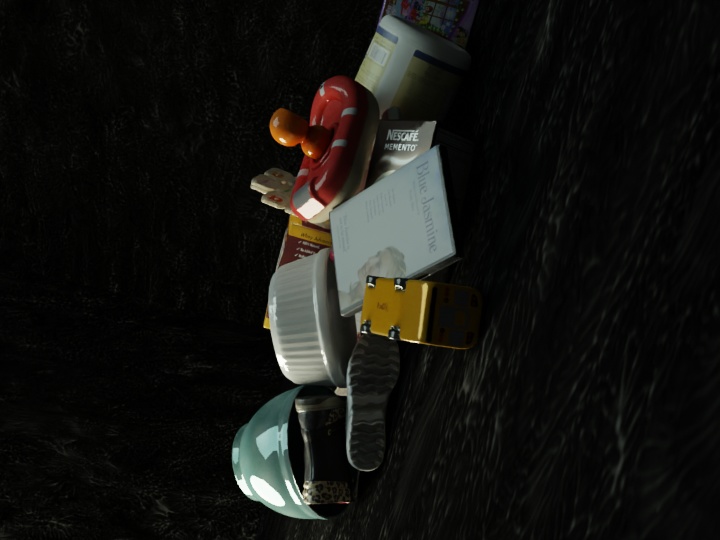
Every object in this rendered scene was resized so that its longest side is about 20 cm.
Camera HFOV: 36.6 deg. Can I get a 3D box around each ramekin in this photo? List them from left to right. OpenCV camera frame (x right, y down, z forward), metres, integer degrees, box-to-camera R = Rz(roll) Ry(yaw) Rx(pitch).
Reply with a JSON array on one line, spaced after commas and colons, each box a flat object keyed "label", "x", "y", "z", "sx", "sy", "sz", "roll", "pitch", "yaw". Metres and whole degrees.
[{"label": "ramekin", "x": -0.069, "y": 0.074, "z": 1.598, "sx": 0.202, "sy": 0.093, "sz": 0.206, "roll": -8, "pitch": -90, "yaw": -80}]

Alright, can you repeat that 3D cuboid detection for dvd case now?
[{"label": "dvd case", "x": 0.038, "y": -0.045, "z": 1.305, "sx": 0.199, "sy": 0.017, "sz": 0.145, "roll": -29, "pitch": 58, "yaw": 39}]

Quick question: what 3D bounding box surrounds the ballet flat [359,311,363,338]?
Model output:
[{"label": "ballet flat", "x": 0.028, "y": 0.088, "z": 1.600, "sx": 0.067, "sy": 0.067, "sz": 0.203, "roll": -75, "pitch": 1, "yaw": -79}]

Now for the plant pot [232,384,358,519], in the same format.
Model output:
[{"label": "plant pot", "x": -0.109, "y": 0.279, "z": 1.646, "sx": 0.200, "sy": 0.132, "sz": 0.203, "roll": 35, "pitch": -131, "yaw": -52}]

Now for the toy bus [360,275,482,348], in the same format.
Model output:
[{"label": "toy bus", "x": 0.059, "y": 0.043, "z": 1.183, "sx": 0.200, "sy": 0.077, "sz": 0.066, "roll": -178, "pitch": 95, "yaw": -74}]

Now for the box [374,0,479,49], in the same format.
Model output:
[{"label": "box", "x": 0.105, "y": -0.402, "z": 1.605, "sx": 0.039, "sy": 0.135, "sz": 0.203, "roll": -92, "pitch": 17, "yaw": -71}]

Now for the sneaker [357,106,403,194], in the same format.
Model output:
[{"label": "sneaker", "x": 0.012, "y": -0.118, "z": 1.465, "sx": 0.075, "sy": 0.103, "sz": 0.204, "roll": -12, "pitch": -78, "yaw": -80}]

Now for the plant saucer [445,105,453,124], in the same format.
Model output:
[{"label": "plant saucer", "x": 0.101, "y": -0.198, "z": 1.687, "sx": 0.200, "sy": 0.034, "sz": 0.204, "roll": -167, "pitch": 90, "yaw": -83}]

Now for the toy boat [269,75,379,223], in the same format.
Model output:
[{"label": "toy boat", "x": -0.060, "y": -0.173, "z": 1.435, "sx": 0.130, "sy": 0.130, "sz": 0.202, "roll": -32, "pitch": 36, "yaw": 52}]

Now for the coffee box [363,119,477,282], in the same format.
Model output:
[{"label": "coffee box", "x": 0.063, "y": -0.081, "z": 1.363, "sx": 0.112, "sy": 0.079, "sz": 0.203, "roll": 9, "pitch": 85, "yaw": 50}]

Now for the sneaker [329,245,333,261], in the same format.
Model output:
[{"label": "sneaker", "x": 0.000, "y": 0.000, "z": 1.599, "sx": 0.075, "sy": 0.080, "sz": 0.201, "roll": -64, "pitch": -32, "yaw": -24}]

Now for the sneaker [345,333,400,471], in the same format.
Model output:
[{"label": "sneaker", "x": 0.005, "y": 0.182, "z": 1.537, "sx": 0.082, "sy": 0.074, "sz": 0.203, "roll": 128, "pitch": 154, "yaw": -72}]

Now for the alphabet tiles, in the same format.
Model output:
[{"label": "alphabet tiles", "x": -0.066, "y": -0.109, "z": 1.682, "sx": 0.196, "sy": 0.198, "sz": 0.015, "roll": -43, "pitch": -26, "yaw": -65}]

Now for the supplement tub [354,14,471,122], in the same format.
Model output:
[{"label": "supplement tub", "x": 0.056, "y": -0.243, "z": 1.552, "sx": 0.145, "sy": 0.143, "sz": 0.202, "roll": -95, "pitch": 30, "yaw": -72}]

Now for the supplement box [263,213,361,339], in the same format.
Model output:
[{"label": "supplement box", "x": -0.036, "y": -0.001, "z": 1.755, "sx": 0.133, "sy": 0.194, "sz": 0.202, "roll": -84, "pitch": 11, "yaw": -58}]

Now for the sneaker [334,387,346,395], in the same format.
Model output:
[{"label": "sneaker", "x": -0.047, "y": 0.239, "z": 1.797, "sx": 0.202, "sy": 0.098, "sz": 0.075, "roll": -81, "pitch": 6, "yaw": -46}]

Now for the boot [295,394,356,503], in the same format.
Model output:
[{"label": "boot", "x": -0.033, "y": 0.259, "z": 1.578, "sx": 0.200, "sy": 0.072, "sz": 0.153, "roll": 25, "pitch": -119, "yaw": -66}]
